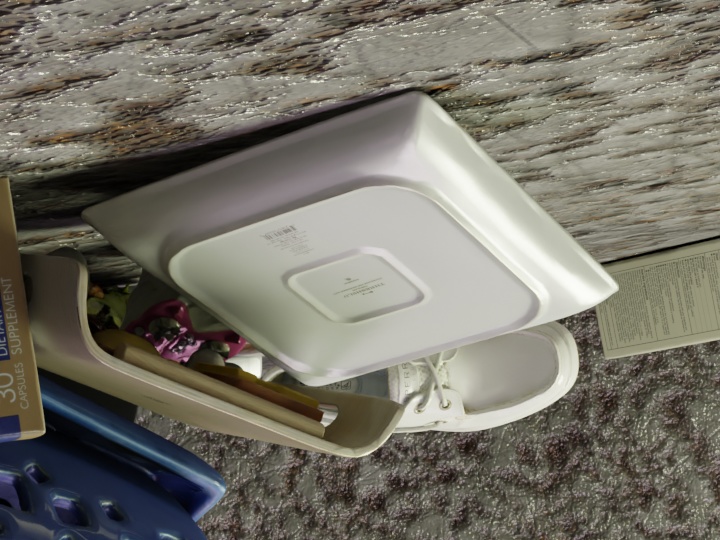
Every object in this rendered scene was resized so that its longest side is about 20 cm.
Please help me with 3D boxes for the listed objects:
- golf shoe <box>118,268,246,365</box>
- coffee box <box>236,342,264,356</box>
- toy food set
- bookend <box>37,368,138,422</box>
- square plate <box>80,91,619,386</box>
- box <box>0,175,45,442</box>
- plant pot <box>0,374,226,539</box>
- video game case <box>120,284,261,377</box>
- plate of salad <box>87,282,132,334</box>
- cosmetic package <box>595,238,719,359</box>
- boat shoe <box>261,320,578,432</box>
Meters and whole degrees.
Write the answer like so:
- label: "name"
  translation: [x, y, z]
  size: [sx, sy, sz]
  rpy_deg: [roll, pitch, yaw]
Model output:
- label: "golf shoe"
  translation: [-0.058, -0.018, 1.089]
  size: [0.200, 0.092, 0.075]
  rpy_deg: [-33, 127, 27]
- label: "coffee box"
  translation: [0.000, 0.000, 1.266]
  size: [0.199, 0.080, 0.114]
  rpy_deg: [-11, 174, 20]
- label: "toy food set"
  translation: [-0.092, 0.037, 1.001]
  size: [0.200, 0.061, 0.143]
  rpy_deg: [24, 168, -33]
- label: "bookend"
  translation: [-0.249, 0.079, 1.197]
  size: [0.199, 0.092, 0.199]
  rpy_deg: [12, 174, -15]
- label: "square plate"
  translation: [-0.003, -0.002, 0.991]
  size: [0.200, 0.029, 0.198]
  rpy_deg: [-18, 144, 28]
- label: "box"
  translation: [-0.248, 0.029, 0.890]
  size: [0.199, 0.122, 0.032]
  rpy_deg: [-8, 175, -21]
- label: "plant pot"
  translation: [-0.187, 0.167, 1.026]
  size: [0.200, 0.180, 0.200]
  rpy_deg: [30, 126, -29]
- label: "video game case"
  translation: [-0.194, 0.051, 1.402]
  size: [0.181, 0.023, 0.200]
  rpy_deg: [-7, -162, -30]
- label: "plate of salad"
  translation: [-0.184, 0.027, 1.282]
  size: [0.199, 0.048, 0.200]
  rpy_deg: [15, -177, -1]
- label: "cosmetic package"
  translation: [0.344, 0.027, 2.092]
  size: [0.200, 0.104, 0.073]
  rpy_deg: [-12, 175, 43]
- label: "boat shoe"
  translation: [0.033, 0.069, 1.233]
  size: [0.199, 0.071, 0.069]
  rpy_deg: [-10, 176, 18]
